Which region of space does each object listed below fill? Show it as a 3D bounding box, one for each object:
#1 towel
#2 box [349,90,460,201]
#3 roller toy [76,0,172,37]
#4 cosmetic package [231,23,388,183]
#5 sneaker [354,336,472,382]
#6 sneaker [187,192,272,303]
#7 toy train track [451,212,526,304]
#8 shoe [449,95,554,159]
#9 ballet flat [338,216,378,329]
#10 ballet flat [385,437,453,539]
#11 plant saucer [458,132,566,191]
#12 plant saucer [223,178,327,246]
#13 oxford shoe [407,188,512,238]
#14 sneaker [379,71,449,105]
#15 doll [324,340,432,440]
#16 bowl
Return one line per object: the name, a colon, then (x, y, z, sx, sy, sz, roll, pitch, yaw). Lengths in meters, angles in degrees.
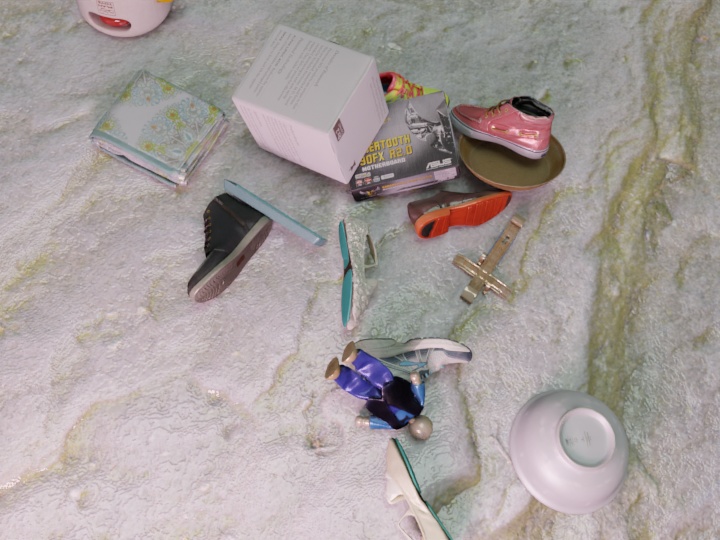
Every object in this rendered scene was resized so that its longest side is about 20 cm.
towel: (-0.357, -0.254, 1.506, 0.198, 0.048, 0.173, 27, 63, 5)
box: (0.071, -0.223, 1.510, 0.196, 0.048, 0.161, -11, 67, 8)
roller toy: (-0.446, -0.546, 1.571, 0.181, 0.140, 0.201, -31, 74, -18)
cosmetic package: (-0.081, -0.286, 1.452, 0.198, 0.165, 0.167, 24, 74, 20)
sneaker: (0.085, 0.157, 1.371, 0.196, 0.078, 0.088, -2, 78, 0)
sneaker: (-0.246, -0.038, 1.414, 0.105, 0.075, 0.201, 32, 57, 12)
toy train track: (0.238, -0.027, 1.482, 0.114, 0.033, 0.201, 33, 66, 8)
shoe: (0.255, -0.280, 1.521, 0.198, 0.092, 0.072, 26, 49, 21)
ballet flat: (0.000, 0.000, 1.422, 0.070, 0.072, 0.203, 0, 68, -7)
ballet flat: (0.076, 0.355, 1.280, 0.069, 0.070, 0.202, -25, 71, -16)
plant saucer: (0.274, -0.205, 1.539, 0.196, 0.036, 0.202, 2, 46, -2)
plant saucer: (-0.149, -0.098, 1.453, 0.198, 0.070, 0.019, 33, 94, 8)
oxford shoe: (0.177, -0.121, 1.499, 0.197, 0.072, 0.073, -15, 54, -20)
sneaker: (0.072, -0.326, 1.564, 0.196, 0.091, 0.079, 3, 64, -7)
doll: (0.036, 0.200, 1.319, 0.199, 0.136, 0.049, 39, 21, -17)
bowl: (0.343, 0.274, 1.331, 0.197, 0.091, 0.204, 3, 65, -6)
